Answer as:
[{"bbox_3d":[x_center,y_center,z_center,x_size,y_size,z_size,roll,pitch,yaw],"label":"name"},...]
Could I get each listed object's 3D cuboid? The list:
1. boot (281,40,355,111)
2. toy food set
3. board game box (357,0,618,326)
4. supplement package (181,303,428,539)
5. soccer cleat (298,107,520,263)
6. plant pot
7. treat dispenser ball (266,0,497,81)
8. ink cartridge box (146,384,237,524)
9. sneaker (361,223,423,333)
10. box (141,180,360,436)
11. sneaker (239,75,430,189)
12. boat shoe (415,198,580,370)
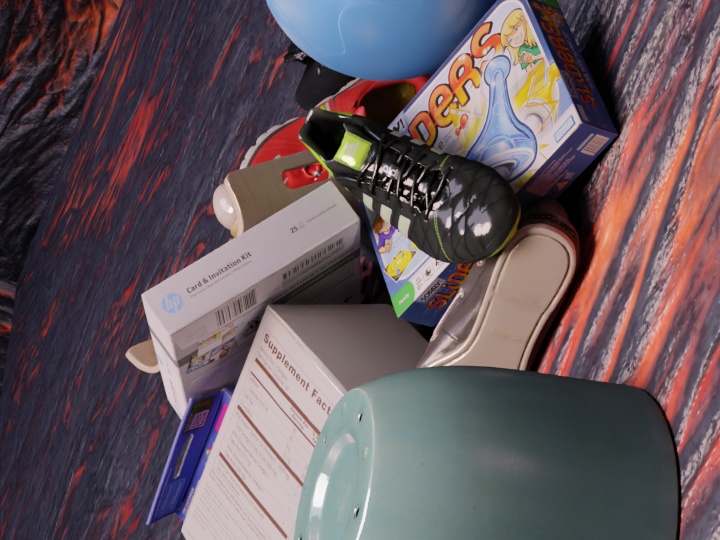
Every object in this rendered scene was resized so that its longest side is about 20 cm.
[{"bbox_3d":[-0.013,-0.261,1.802,0.168,0.076,0.201,146,131,-61],"label":"boot"},{"bbox_3d":[-0.082,-0.012,1.421,0.060,0.143,0.200,52,133,18],"label":"toy food set"},{"bbox_3d":[0.076,-0.077,1.283,0.200,0.034,0.136,-48,44,33],"label":"board game box"},{"bbox_3d":[-0.025,0.137,1.356,0.117,0.117,0.201,45,122,41],"label":"supplement package"},{"bbox_3d":[0.027,-0.057,1.236,0.200,0.081,0.068,30,93,54],"label":"soccer cleat"},{"bbox_3d":[0.056,0.142,1.062,0.201,0.160,0.201,-165,90,-75],"label":"plant pot"},{"bbox_3d":[0.019,-0.245,1.461,0.201,0.200,0.202,-165,90,-74],"label":"treat dispenser ball"},{"bbox_3d":[-0.066,0.134,1.460,0.042,0.200,0.120,39,120,31],"label":"ink cartridge box"},{"bbox_3d":[0.000,0.000,1.498,0.200,0.095,0.079,-124,53,-68],"label":"sneaker"},{"bbox_3d":[-0.072,0.032,1.380,0.041,0.156,0.200,53,166,21],"label":"box"},{"bbox_3d":[-0.020,-0.107,1.571,0.200,0.077,0.085,-44,13,-22],"label":"sneaker"},{"bbox_3d":[0.085,0.041,1.245,0.200,0.067,0.057,-61,5,28],"label":"boat shoe"}]
